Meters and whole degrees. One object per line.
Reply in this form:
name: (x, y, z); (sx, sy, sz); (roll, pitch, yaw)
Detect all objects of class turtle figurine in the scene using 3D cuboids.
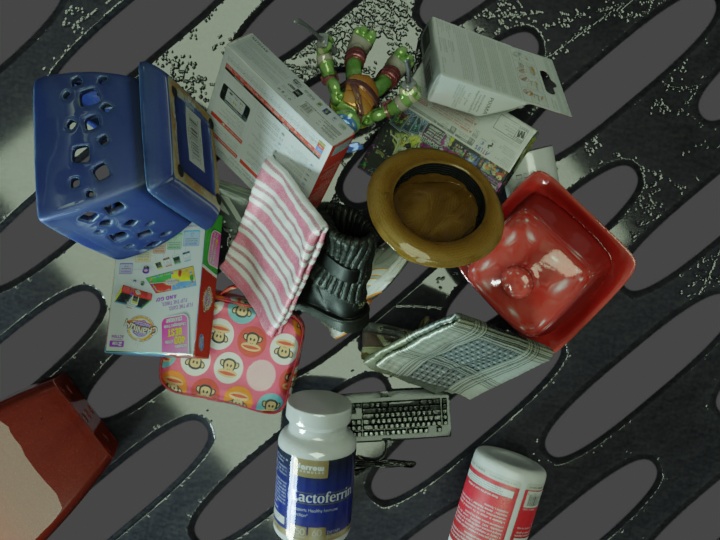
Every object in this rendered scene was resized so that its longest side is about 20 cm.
turtle figurine: (0.016, -0.278, 1.181); (0.142, 0.195, 0.202); (1, 127, 15)

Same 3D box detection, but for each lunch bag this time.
lunch bag: (-0.182, 0.103, 1.267); (0.198, 0.082, 0.178); (15, 93, -4)

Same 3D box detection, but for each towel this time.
towel: (-0.119, -0.030, 1.171); (0.147, 0.030, 0.201); (49, 129, 30)
towel: (0.133, 0.126, 1.216); (0.191, 0.199, 0.035); (21, 55, -34)

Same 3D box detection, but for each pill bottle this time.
pill bottle: (0.195, 0.373, 1.297); (0.111, 0.112, 0.202); (16, 93, -5)
pill bottle: (-0.065, 0.282, 1.260); (0.114, 0.116, 0.203); (3, 103, -4)

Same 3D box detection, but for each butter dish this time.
butter dish: (0.231, 0.002, 1.184); (0.200, 0.147, 0.200); (46, 118, 13)

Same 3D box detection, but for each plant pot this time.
plant pot: (-0.293, -0.144, 1.140); (0.178, 0.200, 0.202); (-12, 73, 13)
plant pot: (-0.451, 0.252, 1.217); (0.176, 0.200, 0.201); (-38, 96, -11)

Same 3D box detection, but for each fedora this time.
fedora: (0.093, -0.071, 1.167); (0.198, 0.082, 0.203); (9, 57, -14)

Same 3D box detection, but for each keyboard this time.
keyboard: (0.039, 0.246, 1.324); (0.197, 0.021, 0.129); (-3, 95, -2)

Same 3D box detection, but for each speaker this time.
speaker: (0.261, -0.076, 1.281); (0.080, 0.081, 0.202); (-13, 95, -2)

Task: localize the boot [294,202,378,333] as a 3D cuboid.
boot: (-0.065, -0.023, 1.191); (0.209, 0.079, 0.159); (22, 130, 27)

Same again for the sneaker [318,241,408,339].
sneaker: (0.000, 0.000, 1.277); (0.092, 0.076, 0.200); (41, 90, -1)

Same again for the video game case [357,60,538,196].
video game case: (0.123, -0.170, 1.249); (0.199, 0.036, 0.182); (34, 97, 15)

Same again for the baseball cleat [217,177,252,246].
baseball cleat: (-0.194, -0.081, 1.258); (0.198, 0.070, 0.108); (14, 93, -4)

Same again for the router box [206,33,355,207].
router box: (-0.119, -0.184, 1.183); (0.200, 0.180, 0.049); (45, 51, 10)

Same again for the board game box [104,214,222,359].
board game box: (-0.275, 0.019, 1.223); (0.151, 0.040, 0.203); (1, 80, 23)

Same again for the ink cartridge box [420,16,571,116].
ink cartridge box: (0.185, -0.270, 1.230); (0.198, 0.164, 0.057); (18, 130, -17)

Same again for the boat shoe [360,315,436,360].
boat shoe: (0.099, 0.100, 1.289); (0.198, 0.072, 0.067); (-2, 86, -5)
